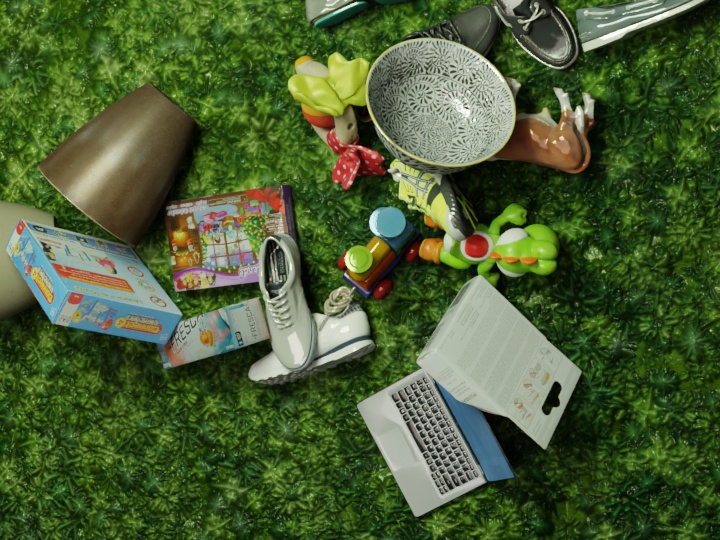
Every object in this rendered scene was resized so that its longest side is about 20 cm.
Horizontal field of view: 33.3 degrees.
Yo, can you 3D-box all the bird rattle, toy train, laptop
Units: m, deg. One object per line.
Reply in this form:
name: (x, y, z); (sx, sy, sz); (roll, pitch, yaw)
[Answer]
bird rattle: (-0.032, -0.220, 1.688); (0.112, 0.200, 0.163); (-33, 46, -10)
toy train: (0.000, 0.000, 1.672); (0.085, 0.116, 0.200); (39, 86, 13)
laptop: (0.100, 0.235, 1.680); (0.199, 0.116, 0.188); (-30, 84, 19)

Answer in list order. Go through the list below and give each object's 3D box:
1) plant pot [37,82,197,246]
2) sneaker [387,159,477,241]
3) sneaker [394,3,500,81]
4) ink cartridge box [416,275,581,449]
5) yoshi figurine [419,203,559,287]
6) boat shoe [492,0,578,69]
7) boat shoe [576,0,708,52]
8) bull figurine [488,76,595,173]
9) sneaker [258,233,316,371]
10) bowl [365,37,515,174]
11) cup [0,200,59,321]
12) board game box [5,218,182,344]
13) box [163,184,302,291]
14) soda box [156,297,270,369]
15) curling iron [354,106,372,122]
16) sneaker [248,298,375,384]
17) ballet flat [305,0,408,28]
plant pot: (-0.340, -0.172, 1.784); (0.187, 0.187, 0.200); (40, 91, 12)
sneaker: (0.098, -0.099, 1.637); (0.076, 0.075, 0.200); (-35, 40, 11)
sneaker: (0.103, -0.298, 1.641); (0.200, 0.079, 0.076); (-36, 67, 7)
ink cartridge box: (0.188, 0.128, 1.612); (0.200, 0.163, 0.057); (45, 137, -10)
yoshi figurine: (0.189, -0.036, 1.654); (0.199, 0.113, 0.112); (15, 59, 31)
boat shoe: (0.220, -0.358, 1.619); (0.074, 0.060, 0.201); (-34, 83, 18)
boat shoe: (0.374, -0.347, 1.561); (0.199, 0.073, 0.062); (-20, 91, 25)
bull figurine: (0.221, -0.194, 1.628); (0.199, 0.065, 0.122); (15, 101, 19)
sneaker: (-0.113, 0.045, 1.709); (0.073, 0.071, 0.201); (-14, 82, 18)
bowl: (0.095, -0.197, 1.584); (0.199, 0.094, 0.202); (6, 61, -11)
cup: (-0.534, -0.024, 1.857); (0.142, 0.200, 0.202); (-11, 91, -8)
board game box: (-0.389, 0.017, 1.753); (0.196, 0.199, 0.056); (46, 111, 42)
box: (-0.191, -0.048, 1.799); (0.199, 0.039, 0.138); (-7, 93, 19)
soda box: (-0.221, 0.094, 1.763); (0.200, 0.068, 0.064); (-19, 88, 48)
curling iron: (0.078, -0.258, 1.694); (0.199, 0.026, 0.050); (-17, 92, 19)
sneaker: (-0.076, 0.110, 1.762); (0.199, 0.076, 0.081); (-21, 78, 13)
ballet flat: (0.011, -0.398, 1.687); (0.199, 0.067, 0.064); (-14, 83, 20)
